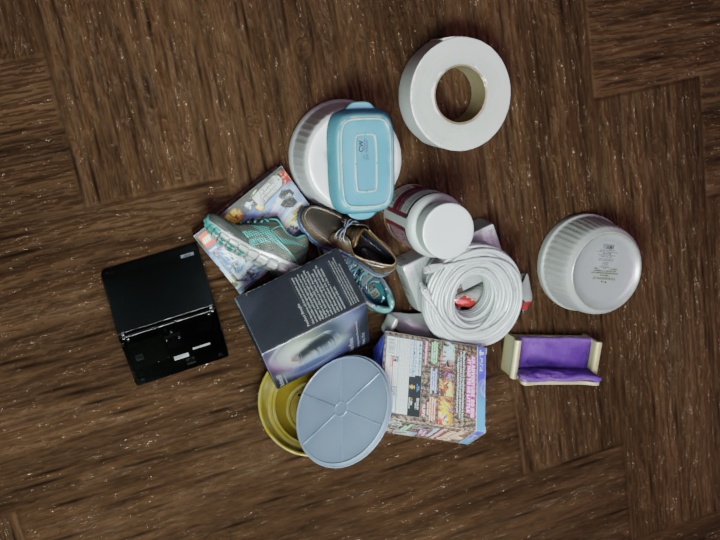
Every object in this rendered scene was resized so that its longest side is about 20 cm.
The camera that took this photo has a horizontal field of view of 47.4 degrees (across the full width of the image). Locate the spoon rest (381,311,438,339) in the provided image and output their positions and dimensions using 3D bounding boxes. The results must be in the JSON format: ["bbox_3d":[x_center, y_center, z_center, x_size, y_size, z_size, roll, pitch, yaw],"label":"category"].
[{"bbox_3d":[0.113,0.116,1.582,0.199,0.061,0.100,20,103,-42],"label":"spoon rest"}]

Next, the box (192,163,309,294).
[{"bbox_3d":[-0.182,-0.075,1.468,0.199,0.040,0.138,-39,111,-5],"label":"box"}]

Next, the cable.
[{"bbox_3d":[0.203,0.046,1.521,0.198,0.069,0.202,-22,111,-12],"label":"cable"}]

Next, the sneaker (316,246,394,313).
[{"bbox_3d":[0.000,0.000,1.514,0.078,0.086,0.200,-45,110,-4],"label":"sneaker"}]

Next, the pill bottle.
[{"bbox_3d":[0.122,-0.088,1.470,0.112,0.200,0.116,-4,104,-15],"label":"pill bottle"}]

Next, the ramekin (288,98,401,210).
[{"bbox_3d":[-0.023,-0.201,1.457,0.197,0.098,0.204,-4,103,-16],"label":"ramekin"}]

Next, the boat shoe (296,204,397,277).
[{"bbox_3d":[-0.018,-0.061,1.448,0.198,0.072,0.073,28,72,-10],"label":"boat shoe"}]

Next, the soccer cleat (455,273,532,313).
[{"bbox_3d":[0.248,0.040,1.612,0.197,0.069,0.087,1,90,-18],"label":"soccer cleat"}]

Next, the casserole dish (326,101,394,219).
[{"bbox_3d":[0.005,-0.185,1.397,0.119,0.039,0.203,-5,103,-16],"label":"casserole dish"}]

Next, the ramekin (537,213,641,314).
[{"bbox_3d":[0.465,-0.008,1.641,0.197,0.105,0.203,-4,103,-15],"label":"ramekin"}]

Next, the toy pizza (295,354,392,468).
[{"bbox_3d":[-0.027,0.246,1.432,0.201,0.200,0.032,-51,139,0],"label":"toy pizza"}]

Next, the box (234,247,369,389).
[{"bbox_3d":[-0.095,0.090,1.435,0.196,0.201,0.124,-25,67,-8],"label":"box"}]

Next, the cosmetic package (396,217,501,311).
[{"bbox_3d":[0.172,-0.013,1.571,0.198,0.074,0.103,-26,109,-8],"label":"cosmetic package"}]

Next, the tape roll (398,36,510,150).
[{"bbox_3d":[0.172,-0.324,1.501,0.199,0.071,0.206,-4,103,-15],"label":"tape roll"}]

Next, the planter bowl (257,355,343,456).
[{"bbox_3d":[-0.089,0.250,1.527,0.197,0.084,0.203,1,70,-2],"label":"planter bowl"}]

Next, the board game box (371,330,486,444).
[{"bbox_3d":[0.121,0.215,1.494,0.197,0.097,0.162,10,64,-10],"label":"board game box"}]

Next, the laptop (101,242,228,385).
[{"bbox_3d":[-0.348,0.081,1.471,0.175,0.104,0.202,-17,132,-12],"label":"laptop"}]

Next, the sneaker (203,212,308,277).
[{"bbox_3d":[-0.176,-0.060,1.425,0.198,0.077,0.092,28,75,-21],"label":"sneaker"}]

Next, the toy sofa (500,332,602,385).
[{"bbox_3d":[0.394,0.178,1.666,0.197,0.098,0.084,2,102,-16],"label":"toy sofa"}]
